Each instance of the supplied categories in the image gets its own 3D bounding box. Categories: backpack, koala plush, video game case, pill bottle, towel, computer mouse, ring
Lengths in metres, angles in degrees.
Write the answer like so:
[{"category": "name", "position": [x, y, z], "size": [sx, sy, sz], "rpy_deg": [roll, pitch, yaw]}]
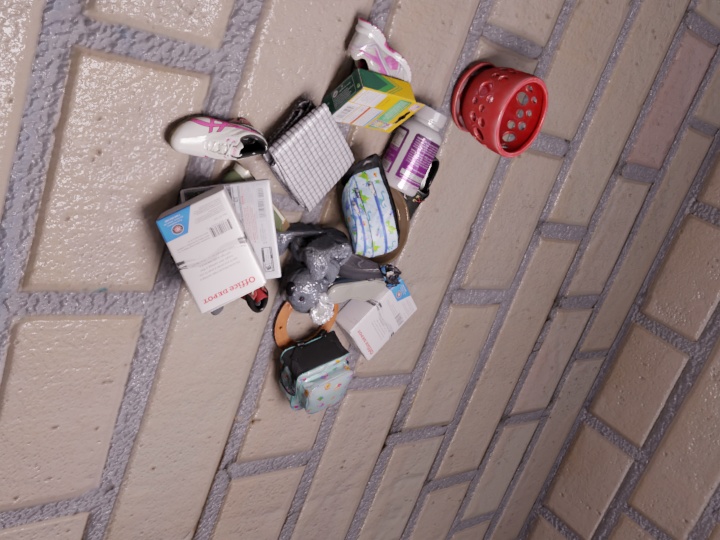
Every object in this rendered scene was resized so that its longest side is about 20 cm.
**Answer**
[{"category": "backpack", "position": [0.022, -0.133, 1.714], "size": [0.152, 0.203, 0.163], "rpy_deg": [-29, 177, -14]}, {"category": "koala plush", "position": [-0.113, 0.011, 1.740], "size": [0.182, 0.175, 0.205], "rpy_deg": [-15, 124, -50]}, {"category": "video game case", "position": [-0.260, -0.073, 1.536], "size": [0.177, 0.023, 0.205], "rpy_deg": [-8, 105, -9]}, {"category": "pill bottle", "position": [0.126, -0.290, 1.807], "size": [0.111, 0.112, 0.203], "rpy_deg": [16, 106, -48]}, {"category": "towel", "position": [-0.116, -0.249, 1.620], "size": [0.166, 0.085, 0.201], "rpy_deg": [-45, 141, -8]}, {"category": "computer mouse", "position": [0.000, 0.000, 1.824], "size": [0.139, 0.196, 0.054], "rpy_deg": [79, 33, -75]}, {"category": "backpack", "position": [-0.115, 0.267, 1.911], "size": [0.173, 0.155, 0.201], "rpy_deg": [-24, 159, -29]}, {"category": "ring", "position": [-0.136, 0.117, 1.903], "size": [0.198, 0.019, 0.204], "rpy_deg": [-24, 131, -31]}]

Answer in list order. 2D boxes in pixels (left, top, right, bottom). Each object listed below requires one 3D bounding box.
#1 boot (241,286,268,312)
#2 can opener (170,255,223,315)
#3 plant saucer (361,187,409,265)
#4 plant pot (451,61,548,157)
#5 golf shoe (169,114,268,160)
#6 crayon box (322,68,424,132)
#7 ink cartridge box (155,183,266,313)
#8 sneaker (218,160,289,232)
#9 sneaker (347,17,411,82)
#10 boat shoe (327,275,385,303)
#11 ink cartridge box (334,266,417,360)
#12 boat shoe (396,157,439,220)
[{"category": "boot", "position": [-0.248, -0.010, 1.604], "size": [0.072, 0.144, 0.203], "rpy_deg": [-30, 134, -24]}, {"category": "can opener", "position": [-0.336, 0.012, 1.603], "size": [0.067, 0.053, 0.201], "rpy_deg": [-42, 140, -13]}, {"category": "plant saucer", "position": [0.045, -0.115, 1.863], "size": [0.197, 0.029, 0.206], "rpy_deg": [-4, 96, -42]}, {"category": "plant pot", "position": [0.340, -0.406, 1.884], "size": [0.198, 0.182, 0.204], "rpy_deg": [-24, 131, -30]}, {"category": "golf shoe", "position": [-0.268, -0.251, 1.458], "size": [0.197, 0.092, 0.074], "rpy_deg": [-11, 126, -38]}, {"category": "crayon box", "position": [0.029, -0.366, 1.655], "size": [0.197, 0.053, 0.125], "rpy_deg": [2, 155, -45]}, {"category": "ink cartridge box", "position": [-0.288, -0.042, 1.482], "size": [0.143, 0.084, 0.204], "rpy_deg": [-24, 107, -3]}, {"category": "sneaker", "position": [-0.233, -0.132, 1.598], "size": [0.090, 0.067, 0.201], "rpy_deg": [-45, 134, -9]}, {"category": "sneaker", "position": [0.035, -0.450, 1.639], "size": [0.089, 0.081, 0.199], "rpy_deg": [-51, 134, 4]}, {"category": "boat shoe", "position": [-0.020, 0.039, 1.904], "size": [0.197, 0.062, 0.076], "rpy_deg": [-10, 134, -38]}, {"category": "ink cartridge box", "position": [0.042, 0.114, 2.026], "size": [0.200, 0.085, 0.147], "rpy_deg": [-44, 139, -11]}, {"category": "boat shoe", "position": [0.138, -0.201, 1.922], "size": [0.073, 0.063, 0.205], "rpy_deg": [2, 116, -47]}]
